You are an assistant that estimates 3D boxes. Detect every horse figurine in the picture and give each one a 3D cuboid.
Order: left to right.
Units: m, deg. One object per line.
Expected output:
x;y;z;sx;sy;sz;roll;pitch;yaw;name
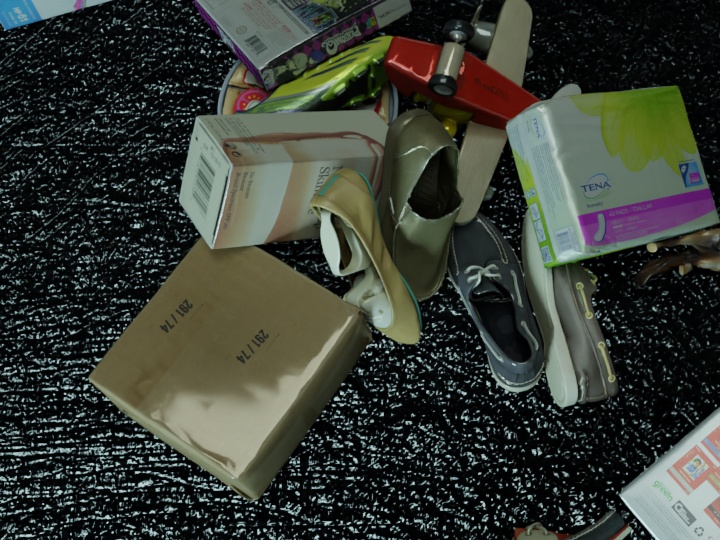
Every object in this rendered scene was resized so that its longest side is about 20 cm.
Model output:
0.364;-0.018;1.048;0.200;0.132;0.050;-7;90;45;horse figurine

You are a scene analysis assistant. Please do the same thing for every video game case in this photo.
-0.069;-0.294;1.190;0.181;0.036;0.200;-31;46;-9;video game case

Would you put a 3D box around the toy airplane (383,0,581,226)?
0.127;-0.169;1.130;0.200;0.141;0.200;-27;97;-29;toy airplane

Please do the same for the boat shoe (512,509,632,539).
0.149;0.264;0.982;0.199;0.071;0.063;-28;67;-4;boat shoe

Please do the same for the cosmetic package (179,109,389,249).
-0.063;-0.091;1.059;0.199;0.104;0.087;-9;43;-32;cosmetic package

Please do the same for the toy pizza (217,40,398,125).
-0.058;-0.185;1.188;0.199;0.032;0.201;-1;68;2;toy pizza

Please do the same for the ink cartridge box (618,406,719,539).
0.361;0.220;0.957;0.175;0.084;0.200;-41;72;4;ink cartridge box

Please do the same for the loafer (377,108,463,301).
0.057;-0.052;1.051;0.076;0.201;0.067;-17;31;-24;loafer

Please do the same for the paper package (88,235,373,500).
-0.122;0.085;1.046;0.190;0.104;0.200;31;74;16;paper package

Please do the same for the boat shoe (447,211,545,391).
0.134;0.019;1.080;0.072;0.063;0.201;-17;67;-1;boat shoe

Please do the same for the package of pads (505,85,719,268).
0.247;-0.098;1.061;0.199;0.068;0.155;-13;84;-32;package of pads

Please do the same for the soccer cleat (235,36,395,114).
-0.043;-0.195;1.141;0.200;0.065;0.084;-37;64;-11;soccer cleat

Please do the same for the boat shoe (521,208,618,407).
0.204;0.032;1.070;0.059;0.072;0.201;-7;72;-7;boat shoe

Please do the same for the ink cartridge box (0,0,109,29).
-0.338;-0.380;1.252;0.199;0.085;0.145;-17;69;-2;ink cartridge box

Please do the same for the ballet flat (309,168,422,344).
0.000;0.000;1.039;0.068;0.201;0.063;8;39;47;ballet flat
